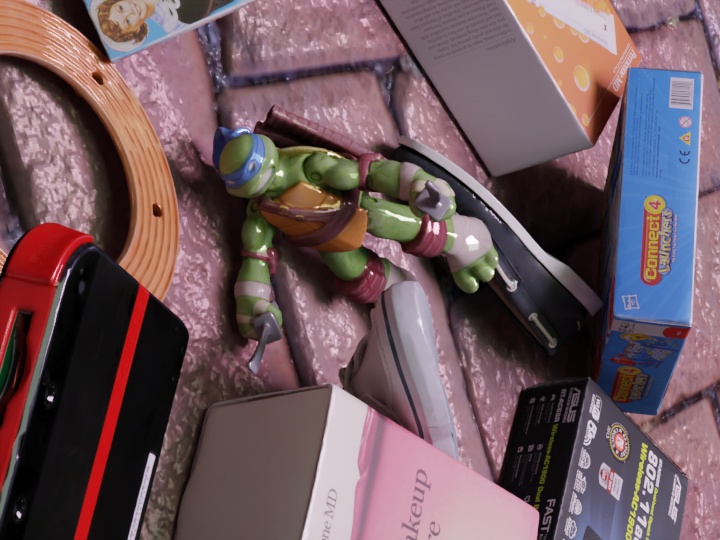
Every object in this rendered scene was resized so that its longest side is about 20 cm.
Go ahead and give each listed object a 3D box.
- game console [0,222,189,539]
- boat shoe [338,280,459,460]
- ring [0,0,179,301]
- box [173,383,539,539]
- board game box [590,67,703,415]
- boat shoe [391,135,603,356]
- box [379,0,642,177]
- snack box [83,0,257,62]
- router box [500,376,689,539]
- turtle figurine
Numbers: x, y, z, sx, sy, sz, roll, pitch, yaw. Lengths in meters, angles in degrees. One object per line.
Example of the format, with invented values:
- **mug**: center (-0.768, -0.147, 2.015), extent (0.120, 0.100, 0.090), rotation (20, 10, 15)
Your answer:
- **game console**: center (-0.136, 0.093, 0.683), extent (0.177, 0.031, 0.201), rotation (61, 41, -70)
- **boat shoe**: center (0.019, 0.077, 0.897), extent (0.200, 0.066, 0.074), rotation (75, 6, -55)
- **ring**: center (-0.173, -0.053, 0.800), extent (0.200, 0.019, 0.201), rotation (34, 46, -42)
- **box**: center (0.000, 0.168, 0.882), extent (0.200, 0.109, 0.128), rotation (35, 56, -37)
- **board game box**: center (0.214, -0.017, 1.131), extent (0.196, 0.056, 0.201), rotation (83, 14, -66)
- **boat shoe**: center (0.089, -0.015, 1.067), extent (0.200, 0.076, 0.060), rotation (41, 89, -15)
- **box**: center (0.108, -0.192, 1.118), extent (0.200, 0.097, 0.125), rotation (55, 45, -23)
- **snack box**: center (-0.131, -0.234, 0.857), extent (0.037, 0.116, 0.201), rotation (-123, -171, -80)
- **router box**: center (0.164, 0.201, 1.091), extent (0.150, 0.062, 0.201), rotation (43, 50, -33)
- **turtle figurine**: center (0.000, 0.000, 0.912), extent (0.194, 0.200, 0.144), rotation (23, 96, -47)
